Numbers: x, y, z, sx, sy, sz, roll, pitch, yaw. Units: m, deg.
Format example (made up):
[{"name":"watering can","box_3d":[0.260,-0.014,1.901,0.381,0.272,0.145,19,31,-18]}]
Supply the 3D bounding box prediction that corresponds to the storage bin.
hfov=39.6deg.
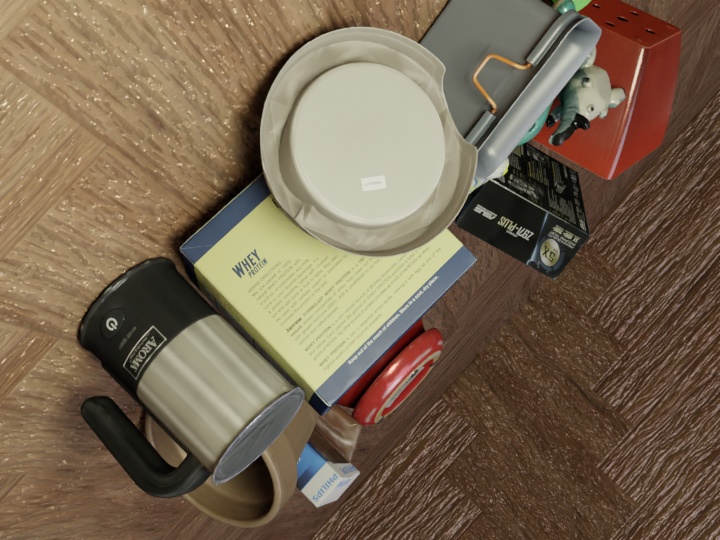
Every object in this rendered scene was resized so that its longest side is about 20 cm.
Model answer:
[{"name":"storage bin","box_3d":[0.132,-0.218,1.062,0.200,0.134,0.145,-53,164,17]}]

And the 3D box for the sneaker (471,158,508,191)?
[{"name":"sneaker","box_3d":[0.130,-0.113,1.281,0.200,0.076,0.105,-114,-134,-79]}]

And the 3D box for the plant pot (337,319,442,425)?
[{"name":"plant pot","box_3d":[0.004,0.107,1.434,0.200,0.182,0.200,-44,167,-13]}]

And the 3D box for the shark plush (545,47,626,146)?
[{"name":"shark plush","box_3d":[0.269,-0.197,1.244,0.083,0.091,0.200,-25,-147,35]}]

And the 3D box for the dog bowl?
[{"name":"dog bowl","box_3d":[0.002,-0.109,0.887,0.200,0.200,0.059,-43,-171,-16]}]

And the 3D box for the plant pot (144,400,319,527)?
[{"name":"plant pot","box_3d":[-0.137,0.185,1.237,0.175,0.200,0.200,-45,168,-48]}]

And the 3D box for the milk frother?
[{"name":"milk frother","box_3d":[-0.151,0.104,0.981,0.200,0.188,0.181,-24,153,-56]}]

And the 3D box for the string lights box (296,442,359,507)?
[{"name":"string lights box","box_3d":[-0.100,0.246,1.448,0.059,0.200,0.103,-49,164,4]}]

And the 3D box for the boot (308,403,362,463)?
[{"name":"boot","box_3d":[-0.062,0.155,1.322,0.064,0.200,0.187,-36,162,-36]}]

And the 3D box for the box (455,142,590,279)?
[{"name":"box","box_3d":[0.225,-0.102,1.408,0.086,0.163,0.200,-56,-168,29]}]

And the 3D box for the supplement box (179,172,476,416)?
[{"name":"supplement box","box_3d":[-0.035,-0.001,0.979,0.200,0.200,0.134,-44,175,-13]}]

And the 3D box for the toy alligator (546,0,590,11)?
[{"name":"toy alligator","box_3d":[0.222,-0.292,1.289,0.054,0.059,0.200,23,120,-28]}]

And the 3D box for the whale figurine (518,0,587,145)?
[{"name":"whale figurine","box_3d":[0.207,-0.233,1.224,0.200,0.104,0.159,-44,147,16]}]

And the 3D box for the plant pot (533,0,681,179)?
[{"name":"plant pot","box_3d":[0.335,-0.272,1.400,0.200,0.200,0.177,-31,147,-47]}]
